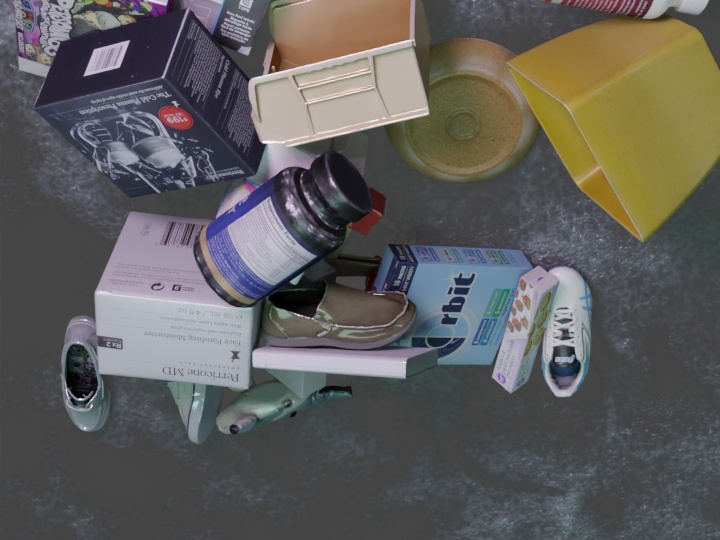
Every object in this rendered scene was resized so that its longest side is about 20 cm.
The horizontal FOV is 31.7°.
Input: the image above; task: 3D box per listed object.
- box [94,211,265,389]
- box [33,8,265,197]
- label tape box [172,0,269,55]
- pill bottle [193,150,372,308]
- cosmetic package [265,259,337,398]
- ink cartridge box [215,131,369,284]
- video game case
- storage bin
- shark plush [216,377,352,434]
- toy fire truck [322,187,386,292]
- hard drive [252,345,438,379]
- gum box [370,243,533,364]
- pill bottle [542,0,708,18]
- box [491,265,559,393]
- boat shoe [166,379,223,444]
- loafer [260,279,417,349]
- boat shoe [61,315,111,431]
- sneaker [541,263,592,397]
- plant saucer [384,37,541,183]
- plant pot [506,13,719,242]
[{"bbox_3d":[-0.223,0.035,1.637,0.198,0.200,0.131,5,124,1],"label":"box"},{"bbox_3d":[-0.234,-0.187,1.465,0.199,0.104,0.182,-7,145,32],"label":"box"},{"bbox_3d":[-0.160,-0.366,1.447,0.144,0.063,0.200,20,123,-9],"label":"label tape box"},{"bbox_3d":[-0.088,-0.050,1.470,0.200,0.112,0.112,-34,115,23],"label":"pill bottle"},{"bbox_3d":[-0.081,0.068,1.716,0.082,0.051,0.200,34,133,33],"label":"cosmetic package"},{"bbox_3d":[-0.082,-0.113,1.573,0.125,0.129,0.200,26,120,-13],"label":"ink cartridge box"},{"bbox_3d":[-0.312,-0.281,1.480,0.181,0.036,0.200,15,149,-4],"label":"video game case"},{"bbox_3d":[-0.022,-0.242,1.439,0.198,0.200,0.094,-11,125,11],"label":"storage bin"},{"bbox_3d":[-0.115,0.186,1.834,0.199,0.091,0.083,-22,144,-6],"label":"shark plush"},{"bbox_3d":[0.000,0.000,1.689,0.141,0.049,0.200,35,120,-17],"label":"toy fire truck"},{"bbox_3d":[-0.017,0.110,1.589,0.199,0.132,0.027,2,93,20],"label":"hard drive"},{"bbox_3d":[0.107,0.048,1.676,0.199,0.045,0.170,1,127,-25],"label":"gum box"},{"bbox_3d":[0.286,-0.341,1.403,0.199,0.113,0.113,10,124,-3],"label":"pill bottle"},{"bbox_3d":[0.221,0.081,1.706,0.039,0.041,0.200,40,141,28],"label":"box"},{"bbox_3d":[-0.240,0.158,1.807,0.070,0.071,0.200,19,128,18],"label":"boat shoe"},{"bbox_3d":[-0.030,0.052,1.571,0.199,0.075,0.070,-6,130,4],"label":"loafer"},{"bbox_3d":[-0.399,0.162,1.811,0.070,0.072,0.201,5,124,1],"label":"boat shoe"},{"bbox_3d":[0.278,0.083,1.713,0.072,0.073,0.201,-3,122,8],"label":"sneaker"},{"bbox_3d":[0.126,-0.186,1.564,0.199,0.035,0.201,2,124,3],"label":"plant saucer"},{"bbox_3d":[0.315,-0.188,1.461,0.176,0.200,0.200,-35,117,1],"label":"plant pot"}]
